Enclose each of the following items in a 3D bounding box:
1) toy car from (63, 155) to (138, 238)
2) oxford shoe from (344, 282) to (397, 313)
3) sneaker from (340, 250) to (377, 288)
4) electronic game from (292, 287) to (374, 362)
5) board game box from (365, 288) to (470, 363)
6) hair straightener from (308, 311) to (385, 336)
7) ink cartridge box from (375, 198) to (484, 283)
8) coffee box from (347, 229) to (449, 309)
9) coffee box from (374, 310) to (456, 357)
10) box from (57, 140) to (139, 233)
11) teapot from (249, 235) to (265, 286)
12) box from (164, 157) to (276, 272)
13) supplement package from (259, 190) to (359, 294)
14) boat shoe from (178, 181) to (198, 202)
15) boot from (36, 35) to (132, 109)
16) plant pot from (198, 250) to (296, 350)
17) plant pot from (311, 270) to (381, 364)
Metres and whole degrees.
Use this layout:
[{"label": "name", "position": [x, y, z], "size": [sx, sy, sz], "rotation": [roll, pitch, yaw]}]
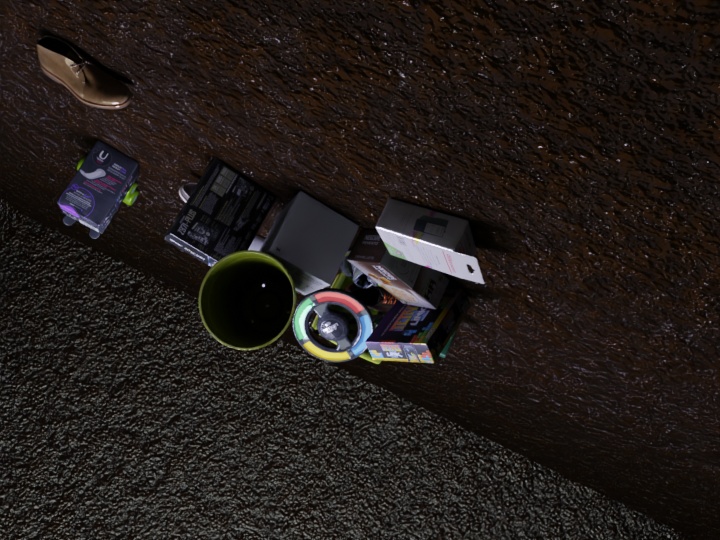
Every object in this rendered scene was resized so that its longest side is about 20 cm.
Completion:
[{"label": "toy car", "position": [-0.780, -0.203, 1.899], "size": [0.164, 0.201, 0.158], "rotation": [29, 164, -9]}, {"label": "oxford shoe", "position": [0.062, 0.073, 1.560], "size": [0.199, 0.072, 0.073], "rotation": [6, -178, -7]}, {"label": "sneaker", "position": [0.000, 0.000, 1.530], "size": [0.074, 0.081, 0.200], "rotation": [33, 163, -20]}, {"label": "electronic game", "position": [-0.065, 0.133, 1.538], "size": [0.199, 0.200, 0.042], "rotation": [28, -153, -5]}, {"label": "board game box", "position": [0.130, 0.118, 1.434], "size": [0.165, 0.200, 0.057], "rotation": [-3, 122, 38]}, {"label": "hair straightener", "position": [-0.034, 0.121, 1.590], "size": [0.199, 0.077, 0.041], "rotation": [-5, 173, 11]}, {"label": "ink cartridge box", "position": [0.139, -0.053, 1.173], "size": [0.199, 0.068, 0.117], "rotation": [20, 162, 26]}, {"label": "coffee box", "position": [0.083, -0.002, 1.396], "size": [0.114, 0.080, 0.200], "rotation": [6, 155, 50]}, {"label": "coffee box", "position": [0.145, 0.124, 1.617], "size": [0.199, 0.123, 0.044], "rotation": [23, 164, 7]}, {"label": "box", "position": [-0.691, -0.219, 1.711], "size": [0.122, 0.201, 0.106], "rotation": [30, 164, -12]}, {"label": "teapot", "position": [-0.301, -0.005, 1.871], "size": [0.197, 0.147, 0.200], "rotation": [19, 161, 24]}, {"label": "box", "position": [-0.310, -0.117, 1.435], "size": [0.163, 0.201, 0.086], "rotation": [32, 162, -20]}, {"label": "supplement package", "position": [-0.126, -0.054, 1.432], "size": [0.150, 0.152, 0.200], "rotation": [30, 163, -13]}, {"label": "boat shoe", "position": [-0.344, -0.166, 1.577], "size": [0.199, 0.072, 0.059], "rotation": [27, 158, -14]}, {"label": "boot", "position": [-0.529, -0.375, 1.226], "size": [0.199, 0.074, 0.076], "rotation": [28, 154, 2]}, {"label": "plant pot", "position": [-0.221, 0.070, 1.387], "size": [0.200, 0.201, 0.193], "rotation": [24, 175, 7]}, {"label": "plant pot", "position": [-0.012, 0.118, 1.727], "size": [0.199, 0.200, 0.181], "rotation": [29, 170, -10]}]
